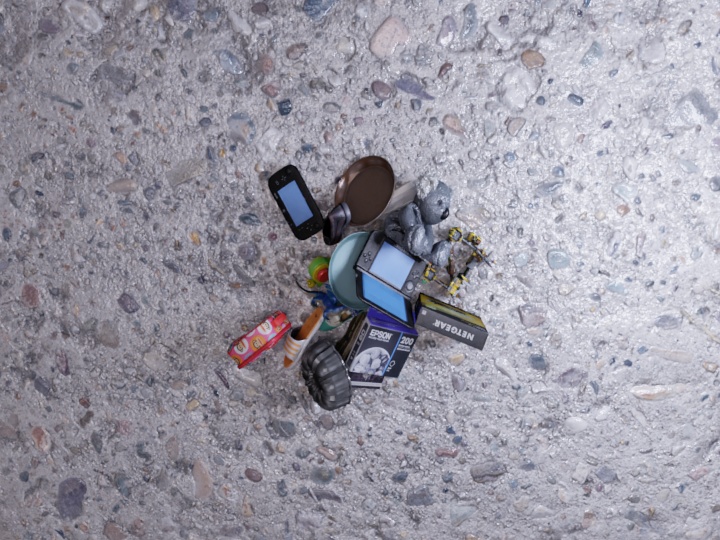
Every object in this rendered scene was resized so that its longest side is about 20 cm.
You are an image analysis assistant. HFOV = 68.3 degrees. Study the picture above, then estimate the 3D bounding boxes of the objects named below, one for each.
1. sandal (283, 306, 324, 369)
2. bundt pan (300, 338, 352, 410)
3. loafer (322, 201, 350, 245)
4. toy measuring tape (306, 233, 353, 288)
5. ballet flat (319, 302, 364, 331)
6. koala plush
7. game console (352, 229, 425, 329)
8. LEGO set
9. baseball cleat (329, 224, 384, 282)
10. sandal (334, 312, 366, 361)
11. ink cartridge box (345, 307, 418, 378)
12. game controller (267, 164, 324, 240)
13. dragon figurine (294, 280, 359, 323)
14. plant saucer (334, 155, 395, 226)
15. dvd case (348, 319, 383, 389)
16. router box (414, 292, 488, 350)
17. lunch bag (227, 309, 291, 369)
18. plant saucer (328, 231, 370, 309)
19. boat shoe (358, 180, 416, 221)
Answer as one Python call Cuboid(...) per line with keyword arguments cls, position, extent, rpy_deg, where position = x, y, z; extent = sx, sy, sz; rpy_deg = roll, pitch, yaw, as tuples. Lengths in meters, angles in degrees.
Cuboid(cls="sandal", position=(-0.181, 0.186, 1.547), extent=(0.058, 0.079, 0.210), rpy_deg=(29, 97, -32))
Cuboid(cls="bundt pan", position=(-0.106, 0.304, 1.504), extent=(0.074, 0.199, 0.210), rpy_deg=(-21, 101, -30))
Cuboid(cls="loafer", position=(-0.081, -0.120, 1.431), extent=(0.061, 0.200, 0.074), rpy_deg=(-23, 77, -23))
Cuboid(cls="toy measuring tape", position=(-0.090, -0.031, 1.505), extent=(0.073, 0.074, 0.201), rpy_deg=(40, 101, -4))
Cuboid(cls="ballet flat", position=(-0.048, 0.115, 1.531), extent=(0.196, 0.070, 0.069), rpy_deg=(-32, 94, 10))
Cuboid(cls="koala plush", position=(0.168, -0.151, 1.400), extent=(0.183, 0.175, 0.205), rpy_deg=(37, 101, 42))
Cuboid(cls="game console", position=(0.086, 0.022, 1.393), extent=(0.196, 0.116, 0.180), rpy_deg=(30, 89, -25))
Cuboid(cls="LEGO set", position=(0.262, -0.013, 1.456), extent=(0.153, 0.116, 0.201), rpy_deg=(41, 101, -4))
Cuboid(cls="baseball cleat", position=(0.006, -0.034, 1.480), extent=(0.197, 0.070, 0.109), rpy_deg=(-35, 99, -11))
Cuboid(cls="sandal", position=(-0.030, 0.220, 1.555), extent=(0.053, 0.080, 0.204), rpy_deg=(28, 98, -23))
Cuboid(cls="ink cartridge box", position=(0.072, 0.198, 1.497), extent=(0.193, 0.043, 0.206), rpy_deg=(15, 103, -38))
Cuboid(cls="game controller", position=(-0.181, -0.190, 1.499), extent=(0.102, 0.042, 0.205), rpy_deg=(-27, 97, 9))
Cuboid(cls="dragon figurine", position=(-0.088, 0.075, 1.484), extent=(0.199, 0.059, 0.100), rpy_deg=(43, 88, 16))
Cuboid(cls="plant saucer", position=(0.016, -0.209, 1.435), extent=(0.194, 0.034, 0.208), rpy_deg=(-14, 64, 31))
Cuboid(cls="dvd case", position=(0.032, 0.246, 1.535), extent=(0.145, 0.016, 0.207), rpy_deg=(11, 103, -37))
Cuboid(cls="router box", position=(0.246, 0.137, 1.467), extent=(0.193, 0.158, 0.054), rpy_deg=(22, 103, -1))
Cuboid(cls="lunch bag", position=(-0.273, 0.181, 1.498), extent=(0.175, 0.200, 0.083), rpy_deg=(-39, 92, 11))
Cuboid(cls="plant saucer", position=(0.000, 0.000, 1.429), extent=(0.193, 0.027, 0.209), rpy_deg=(-4, 99, -25))
Cuboid(cls="boat shoe", position=(0.076, -0.172, 1.473), extent=(0.196, 0.072, 0.070), rpy_deg=(-32, 99, 1))
